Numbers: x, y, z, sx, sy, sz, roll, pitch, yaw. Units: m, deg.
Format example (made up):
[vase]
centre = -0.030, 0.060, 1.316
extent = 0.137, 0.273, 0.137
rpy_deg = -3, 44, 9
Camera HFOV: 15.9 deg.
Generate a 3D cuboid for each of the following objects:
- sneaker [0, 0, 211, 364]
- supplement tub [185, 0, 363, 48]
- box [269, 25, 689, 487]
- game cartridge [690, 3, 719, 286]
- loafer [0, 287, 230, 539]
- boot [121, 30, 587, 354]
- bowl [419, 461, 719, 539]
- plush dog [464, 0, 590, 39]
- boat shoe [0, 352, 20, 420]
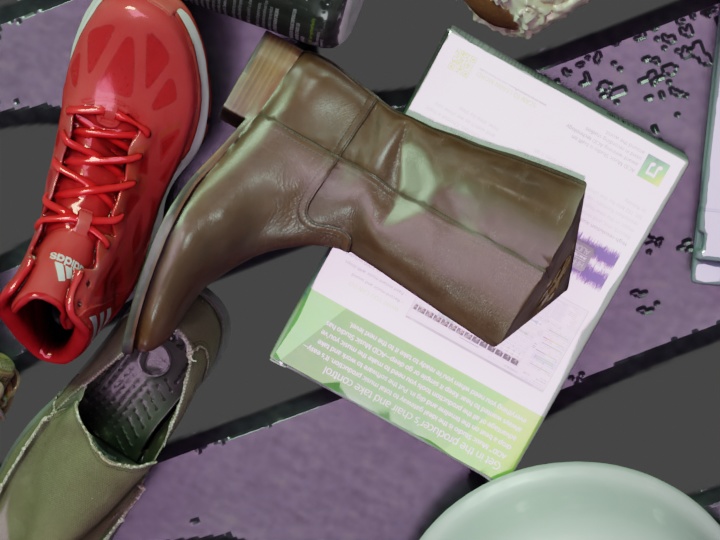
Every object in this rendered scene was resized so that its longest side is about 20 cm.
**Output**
[sneaker]
centre = -0.129, -0.037, 1.294
extent = 0.078, 0.116, 0.200
rpy_deg = 12, 123, 4
[supplement tub]
centre = -0.083, -0.198, 1.295
extent = 0.200, 0.123, 0.123
rpy_deg = 20, 99, 2
[box]
centre = 0.061, -0.007, 1.355
extent = 0.144, 0.036, 0.200
rpy_deg = 29, 98, 0
[game cartridge]
centre = 0.246, -0.085, 1.328
extent = 0.133, 0.041, 0.200
rpy_deg = 7, 99, 7
[loafer]
centre = -0.143, 0.092, 1.367
extent = 0.075, 0.070, 0.200
rpy_deg = 31, 99, 0
[boot]
centre = 0.000, 0.000, 1.308
extent = 0.200, 0.064, 0.187
rpy_deg = 28, 91, -3
[bowl]
centre = 0.114, 0.207, 1.338
extent = 0.201, 0.090, 0.201
rpy_deg = 0, 106, -1
[plush dog]
centre = 0.111, -0.232, 1.267
extent = 0.160, 0.200, 0.172
rpy_deg = -40, 101, -29
[boat shoe]
centre = -0.216, 0.060, 1.369
extent = 0.064, 0.071, 0.200
rpy_deg = -3, 97, 6
